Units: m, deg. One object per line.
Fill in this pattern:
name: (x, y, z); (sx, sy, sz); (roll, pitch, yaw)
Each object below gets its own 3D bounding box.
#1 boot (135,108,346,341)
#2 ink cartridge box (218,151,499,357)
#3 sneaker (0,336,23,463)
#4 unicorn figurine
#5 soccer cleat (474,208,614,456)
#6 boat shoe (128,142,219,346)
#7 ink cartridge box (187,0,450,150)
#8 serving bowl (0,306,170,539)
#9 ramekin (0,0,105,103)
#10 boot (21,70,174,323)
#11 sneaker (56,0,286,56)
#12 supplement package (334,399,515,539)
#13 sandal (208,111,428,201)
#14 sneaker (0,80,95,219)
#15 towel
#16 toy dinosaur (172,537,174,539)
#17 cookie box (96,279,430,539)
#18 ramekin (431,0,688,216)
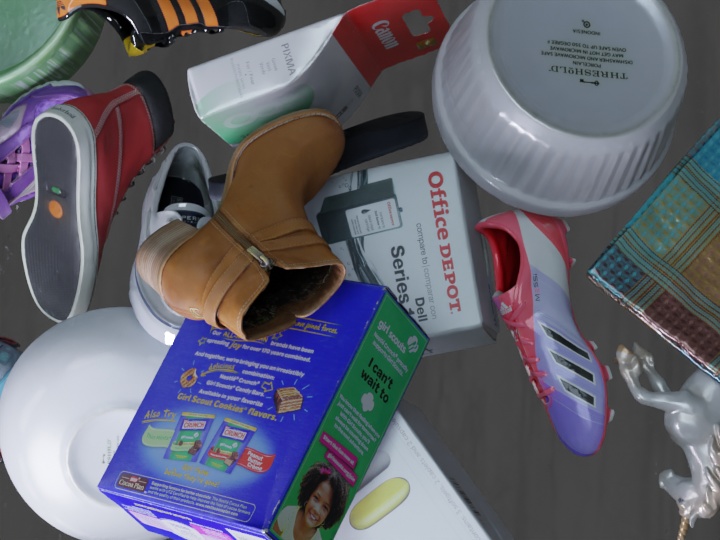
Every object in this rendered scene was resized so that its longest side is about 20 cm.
boot: (-0.056, -0.033, 1.391); (0.199, 0.077, 0.155); (-35, 33, -21)
ink cartridge box: (0.000, 0.000, 1.536); (0.198, 0.083, 0.148); (-12, 78, 10)
sneaker: (-0.345, 0.139, 1.600); (0.200, 0.079, 0.095); (-46, 65, -7)
unicorn figurine: (0.259, 0.095, 1.470); (0.200, 0.074, 0.137); (-46, 76, 1)
soccer cleat: (0.140, 0.048, 1.497); (0.076, 0.067, 0.202); (-1, 72, -30)
boat shoe: (-0.144, -0.024, 1.527); (0.073, 0.066, 0.201); (7, 40, -18)
ink cartridge box: (-0.022, -0.152, 1.526); (0.198, 0.161, 0.051); (-17, 77, 8)
serving bowl: (-0.186, 0.133, 1.512); (0.198, 0.066, 0.202); (-2, 111, -5)
ramekin: (-0.310, -0.238, 1.634); (0.198, 0.098, 0.202); (-2, 80, 11)
boot: (-0.207, -0.061, 1.599); (0.072, 0.144, 0.202); (26, 124, 25)
sneaker: (-0.158, -0.210, 1.575); (0.199, 0.070, 0.091); (18, 81, -27)
supplement package: (0.046, 0.209, 1.454); (0.111, 0.156, 0.201); (-38, 76, 4)
sandal: (-0.039, -0.098, 1.532); (0.199, 0.076, 0.043); (-23, 108, -29)
sneaker: (-0.298, -0.080, 1.600); (0.199, 0.089, 0.081); (-32, 106, 7)
towel: (0.287, -0.024, 1.479); (0.146, 0.022, 0.200); (39, 71, 15)
toy dinosaur: (-0.075, 0.242, 1.483); (0.199, 0.136, 0.086); (33, 88, 12)
cookie box: (-0.069, 0.102, 1.396); (0.170, 0.075, 0.201); (9, 62, 38)
ramekin: (0.159, -0.152, 1.486); (0.200, 0.094, 0.204); (4, 67, -10)
